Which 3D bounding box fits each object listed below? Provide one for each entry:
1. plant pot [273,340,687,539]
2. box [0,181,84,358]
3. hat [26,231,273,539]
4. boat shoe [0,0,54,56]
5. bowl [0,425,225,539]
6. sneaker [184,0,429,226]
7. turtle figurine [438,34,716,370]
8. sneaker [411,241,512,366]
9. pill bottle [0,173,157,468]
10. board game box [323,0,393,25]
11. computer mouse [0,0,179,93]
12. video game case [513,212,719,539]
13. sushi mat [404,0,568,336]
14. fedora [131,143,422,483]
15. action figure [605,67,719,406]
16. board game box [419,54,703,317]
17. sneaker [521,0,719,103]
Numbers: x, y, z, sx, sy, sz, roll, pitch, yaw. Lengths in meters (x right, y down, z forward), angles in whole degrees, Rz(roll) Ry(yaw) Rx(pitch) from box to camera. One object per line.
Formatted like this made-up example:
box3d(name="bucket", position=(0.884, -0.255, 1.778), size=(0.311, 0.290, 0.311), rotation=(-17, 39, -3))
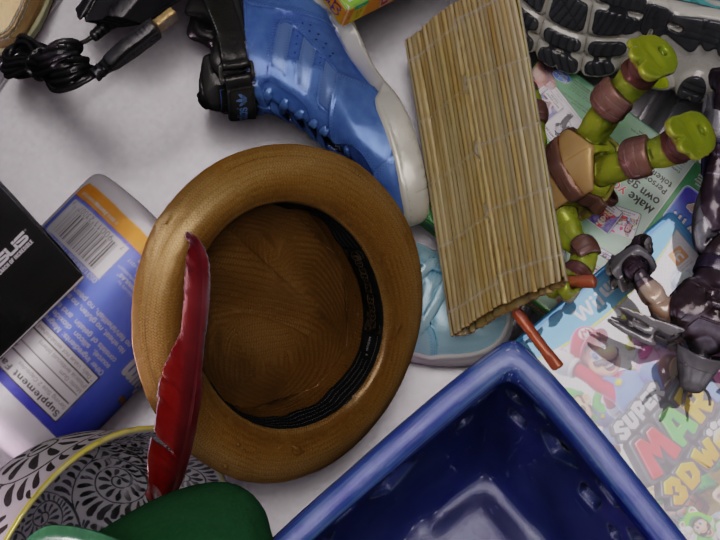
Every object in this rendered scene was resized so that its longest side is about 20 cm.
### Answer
box3d(name="plant pot", position=(0.070, 0.185, 1.158), size=(0.200, 0.180, 0.200), rotation=(-39, 82, -7))
box3d(name="box", position=(-0.275, 0.000, 1.178), size=(0.164, 0.200, 0.086), rotation=(-44, 124, -7))
box3d(name="hat", position=(-0.066, 0.133, 1.069), size=(0.165, 0.201, 0.176), rotation=(23, 50, 20))
box3d(name="boat shoe", position=(-0.222, -0.238, 1.285), size=(0.071, 0.076, 0.201), rotation=(4, 81, -2))
box3d(name="bowl", position=(-0.172, 0.170, 1.153), size=(0.094, 0.201, 0.202), rotation=(19, 78, 36))
box3d(name="sneaker", position=(-0.040, -0.101, 1.259), size=(0.111, 0.077, 0.201), rotation=(-22, 76, -10))
box3d(name="turtle figurine", position=(0.134, -0.054, 1.207), size=(0.064, 0.161, 0.201), rotation=(9, 57, -41))
box3d(name="sneaker", position=(0.000, 0.000, 1.241), size=(0.199, 0.082, 0.074), rotation=(22, 81, 4))
box3d(name="pill bottle", position=(-0.187, 0.049, 1.216), size=(0.112, 0.112, 0.200), rotation=(43, 83, 7))
box3d(name="board game box", position=(0.043, -0.234, 1.284), size=(0.199, 0.030, 0.096), rotation=(-30, 77, -22))
box3d(name="computer mouse", position=(-0.128, -0.176, 1.236), size=(0.200, 0.140, 0.046), rotation=(-33, 113, -13))
box3d(name="video game case", position=(0.198, 0.085, 1.230), size=(0.143, 0.018, 0.200), rotation=(-39, 82, -6))
box3d(name="sushi mat", position=(0.073, -0.070, 1.218), size=(0.012, 0.095, 0.201), rotation=(9, 65, -40))
box3d(name="fedora", position=(-0.058, 0.019, 1.165), size=(0.200, 0.082, 0.202), rotation=(-10, 107, -33))
box3d(name="action figure", position=(0.218, -0.014, 1.209), size=(0.129, 0.069, 0.201), rotation=(18, 79, -7))
box3d(name="board game box", position=(0.154, -0.025, 1.273), size=(0.200, 0.029, 0.135), rotation=(37, 82, 6))
box3d(name="sneaker", position=(0.168, -0.160, 1.278), size=(0.199, 0.080, 0.078), rotation=(22, 122, -3))
